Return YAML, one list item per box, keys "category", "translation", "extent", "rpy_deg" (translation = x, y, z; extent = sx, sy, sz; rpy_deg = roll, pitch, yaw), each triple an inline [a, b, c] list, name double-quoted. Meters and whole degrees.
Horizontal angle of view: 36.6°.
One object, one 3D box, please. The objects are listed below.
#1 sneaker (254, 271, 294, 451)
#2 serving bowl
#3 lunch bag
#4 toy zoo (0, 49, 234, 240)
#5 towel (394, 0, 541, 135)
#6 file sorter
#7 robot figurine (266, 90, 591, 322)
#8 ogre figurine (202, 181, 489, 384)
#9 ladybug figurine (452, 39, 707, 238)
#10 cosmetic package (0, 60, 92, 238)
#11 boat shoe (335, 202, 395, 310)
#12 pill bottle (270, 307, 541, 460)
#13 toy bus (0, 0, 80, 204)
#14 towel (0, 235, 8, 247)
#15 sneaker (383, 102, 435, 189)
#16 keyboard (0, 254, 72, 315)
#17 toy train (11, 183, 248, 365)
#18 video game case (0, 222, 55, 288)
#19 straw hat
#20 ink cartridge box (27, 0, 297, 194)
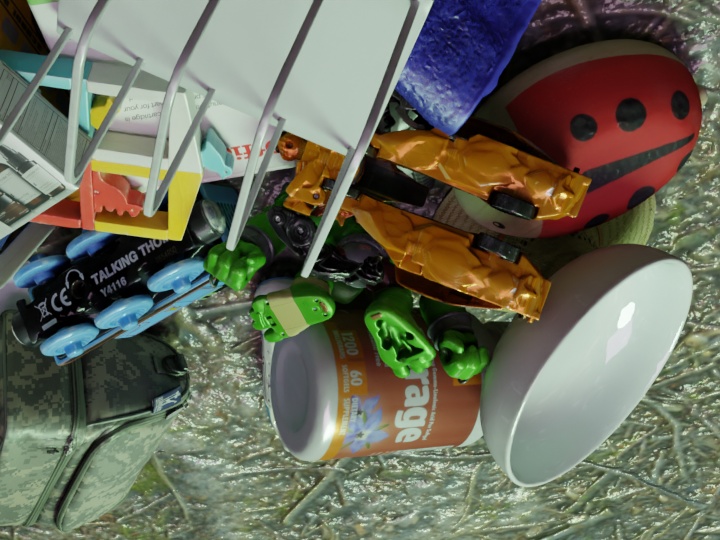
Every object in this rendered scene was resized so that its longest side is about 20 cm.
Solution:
- category: "sneaker"
  translation: [-0.056, 0.084, 0.964]
  extent: [0.071, 0.073, 0.201]
  rpy_deg: [-3, 134, 3]
- category: "serving bowl"
  translation: [0.155, 0.060, 0.802]
  extent: [0.199, 0.066, 0.201]
  rpy_deg: [-31, 143, -27]
- category: "lunch bag"
  translation: [-0.256, 0.136, 0.969]
  extent: [0.166, 0.140, 0.201]
  rpy_deg: [5, 138, -31]
- category: "toy zoo"
  translation: [-0.182, -0.079, 0.713]
  extent: [0.198, 0.021, 0.132]
  rpy_deg: [8, 136, -5]
- category: "towel"
  translation: [0.021, -0.195, 0.630]
  extent: [0.199, 0.149, 0.049]
  rpy_deg: [36, 157, -23]
- category: "file sorter"
  translation: [-0.084, -0.102, 0.575]
  extent: [0.198, 0.125, 0.139]
  rpy_deg: [22, 145, -5]
- category: "robot figurine"
  translation: [0.038, -0.048, 0.707]
  extent: [0.198, 0.058, 0.146]
  rpy_deg: [22, 93, 5]
- category: "ogre figurine"
  translation: [0.000, 0.000, 0.777]
  extent: [0.198, 0.121, 0.099]
  rpy_deg: [8, 133, 8]
- category: "ladybug figurine"
  translation: [0.162, -0.087, 0.771]
  extent: [0.198, 0.072, 0.137]
  rpy_deg: [-26, 126, -6]
- category: "cosmetic package"
  translation: [-0.271, -0.049, 0.699]
  extent: [0.199, 0.051, 0.083]
  rpy_deg: [-27, 127, 28]
- category: "boat shoe"
  translation: [-0.005, -0.024, 0.878]
  extent: [0.072, 0.063, 0.202]
  rpy_deg: [5, 129, 8]
- category: "pill bottle"
  translation: [0.038, 0.085, 0.857]
  extent: [0.198, 0.113, 0.113]
  rpy_deg: [-1, 138, -25]
- category: "toy bus"
  translation: [-0.226, -0.115, 0.753]
  extent: [0.064, 0.079, 0.201]
  rpy_deg: [-17, 133, 14]
- category: "towel"
  translation: [-0.311, 0.009, 0.827]
  extent: [0.024, 0.145, 0.200]
  rpy_deg: [40, 123, -18]
- category: "sneaker"
  translation: [0.059, -0.133, 0.756]
  extent: [0.089, 0.067, 0.201]
  rpy_deg: [-2, 133, 3]
- category: "keyboard"
  translation: [-0.230, 0.006, 0.924]
  extent: [0.198, 0.011, 0.057]
  rpy_deg: [-8, 140, 6]
- category: "toy train"
  translation: [-0.174, 0.004, 0.841]
  extent: [0.199, 0.087, 0.114]
  rpy_deg: [-30, 168, 19]
- category: "video game case"
  translation: [-0.311, 0.033, 0.841]
  extent: [0.200, 0.144, 0.018]
  rpy_deg: [-39, 107, 25]
- category: "straw hat"
  translation: [0.151, -0.004, 0.875]
  extent: [0.199, 0.086, 0.202]
  rpy_deg: [-2, 135, -2]
- category: "ink cartridge box"
  translation: [-0.121, -0.159, 0.709]
  extent: [0.144, 0.085, 0.201]
  rpy_deg: [-8, 135, 7]
